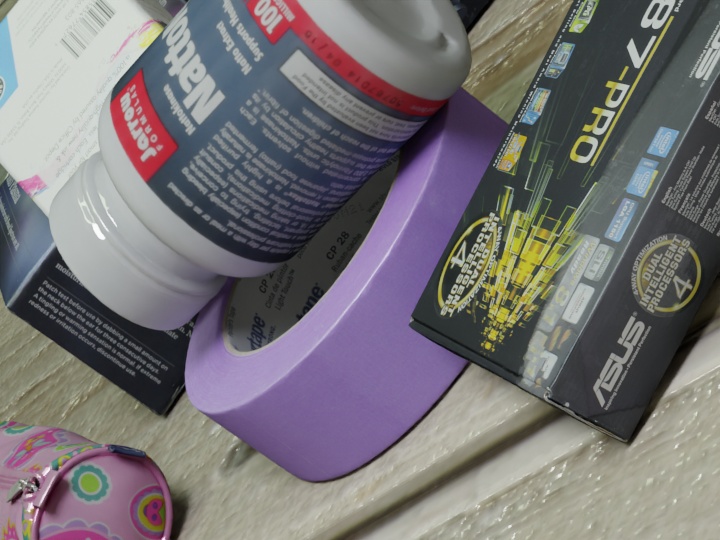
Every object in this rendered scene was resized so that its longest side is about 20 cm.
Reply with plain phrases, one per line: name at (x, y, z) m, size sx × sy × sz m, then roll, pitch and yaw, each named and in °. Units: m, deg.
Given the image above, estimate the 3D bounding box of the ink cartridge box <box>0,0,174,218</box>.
ink cartridge box at (-0.117, -0.067, 1.255) m, size 0.115 × 0.068 × 0.200 m, roll -49°, pitch 61°, yaw 9°

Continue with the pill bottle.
pill bottle at (-0.053, -0.068, 1.108) m, size 0.200 × 0.119 × 0.120 m, roll -45°, pitch 22°, yaw 25°

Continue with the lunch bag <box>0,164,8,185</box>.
lunch bag at (-0.177, -0.117, 1.641) m, size 0.201 × 0.117 × 0.164 m, roll -60°, pitch 20°, yaw -1°

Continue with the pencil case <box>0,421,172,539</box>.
pencil case at (-0.169, 0.128, 1.292) m, size 0.088 × 0.087 × 0.200 m, roll -59°, pitch 20°, yaw -12°

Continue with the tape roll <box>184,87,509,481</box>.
tape roll at (0.000, 0.000, 1.146) m, size 0.200 × 0.065 × 0.201 m, roll -44°, pitch 24°, yaw 25°

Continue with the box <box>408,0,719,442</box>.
box at (0.108, -0.041, 0.973) m, size 0.201 × 0.049 × 0.161 m, roll -62°, pitch 23°, yaw 0°

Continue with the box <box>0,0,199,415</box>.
box at (-0.121, -0.053, 1.412) m, size 0.199 × 0.123 × 0.200 m, roll -52°, pitch 21°, yaw 4°

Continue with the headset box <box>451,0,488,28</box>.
headset box at (0.025, -0.205, 1.366) m, size 0.200 × 0.093 × 0.174 m, roll -50°, pitch 21°, yaw 9°
